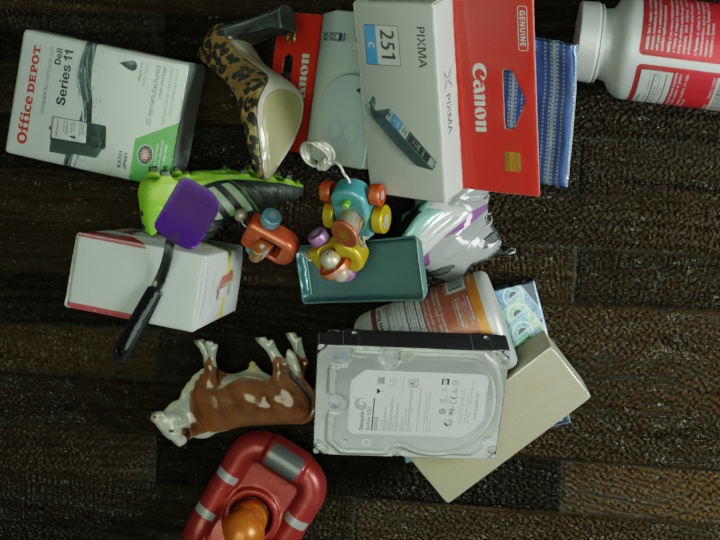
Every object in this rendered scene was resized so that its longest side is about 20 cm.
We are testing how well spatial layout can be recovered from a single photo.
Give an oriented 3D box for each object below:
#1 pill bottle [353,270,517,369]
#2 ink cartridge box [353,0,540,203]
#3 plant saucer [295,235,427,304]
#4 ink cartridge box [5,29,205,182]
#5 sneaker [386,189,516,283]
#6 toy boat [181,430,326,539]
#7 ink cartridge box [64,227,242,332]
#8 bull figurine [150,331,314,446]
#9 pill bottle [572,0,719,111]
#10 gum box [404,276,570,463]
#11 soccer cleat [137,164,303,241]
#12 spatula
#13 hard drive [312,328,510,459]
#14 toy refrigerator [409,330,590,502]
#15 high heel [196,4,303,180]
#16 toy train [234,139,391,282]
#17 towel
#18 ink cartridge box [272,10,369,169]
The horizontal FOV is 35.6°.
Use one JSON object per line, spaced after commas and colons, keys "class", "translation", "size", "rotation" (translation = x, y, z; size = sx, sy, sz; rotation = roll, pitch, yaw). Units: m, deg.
{"class": "pill bottle", "translation": [0.063, 0.085, 1.232], "size": [0.198, 0.112, 0.113], "rotation": [-21, 94, 8]}
{"class": "ink cartridge box", "translation": [0.084, -0.166, 1.097], "size": [0.175, 0.045, 0.202], "rotation": [10, 119, 31]}
{"class": "plant saucer", "translation": [0.000, 0.000, 1.262], "size": [0.199, 0.019, 0.071], "rotation": [-3, 97, 47]}
{"class": "ink cartridge box", "translation": [-0.294, -0.187, 1.295], "size": [0.198, 0.083, 0.148], "rotation": [12, 98, 5]}
{"class": "sneaker", "translation": [0.132, -0.070, 1.278], "size": [0.139, 0.078, 0.201], "rotation": [35, 86, -19]}
{"class": "toy boat", "translation": [-0.132, 0.294, 1.309], "size": [0.130, 0.131, 0.201], "rotation": [31, 98, 2]}
{"class": "ink cartridge box", "translation": [-0.223, 0.005, 1.252], "size": [0.144, 0.200, 0.084], "rotation": [10, 94, 5]}
{"class": "bull figurine", "translation": [-0.150, 0.141, 1.326], "size": [0.198, 0.065, 0.123], "rotation": [-5, 91, 3]}
{"class": "pill bottle", "translation": [0.331, -0.237, 1.211], "size": [0.198, 0.112, 0.113], "rotation": [8, 97, 5]}
{"class": "gum box", "translation": [0.126, 0.116, 1.306], "size": [0.198, 0.045, 0.172], "rotation": [-15, 94, 7]}
{"class": "soccer cleat", "translation": [-0.158, -0.077, 1.271], "size": [0.198, 0.067, 0.082], "rotation": [-4, 106, -31]}
{"class": "spatula", "translation": [-0.203, 0.005, 1.138], "size": [0.056, 0.021, 0.201], "rotation": [28, 98, 16]}
{"class": "hard drive", "translation": [0.050, 0.131, 1.171], "size": [0.198, 0.038, 0.141], "rotation": [3, 118, -3]}
{"class": "toy refrigerator", "translation": [0.151, 0.162, 1.253], "size": [0.200, 0.070, 0.076], "rotation": [-39, 100, 10]}
{"class": "high heel", "translation": [-0.135, -0.188, 1.257], "size": [0.142, 0.071, 0.202], "rotation": [-8, 73, 39]}
{"class": "toy train", "translation": [-0.055, -0.044, 1.194], "size": [0.150, 0.056, 0.200], "rotation": [32, 140, -8]}
{"class": "towel", "translation": [0.117, -0.167, 1.113], "size": [0.199, 0.024, 0.146], "rotation": [14, 118, 29]}
{"class": "ink cartridge box", "translation": [-0.043, -0.204, 1.233], "size": [0.199, 0.047, 0.162], "rotation": [15, 101, 40]}
